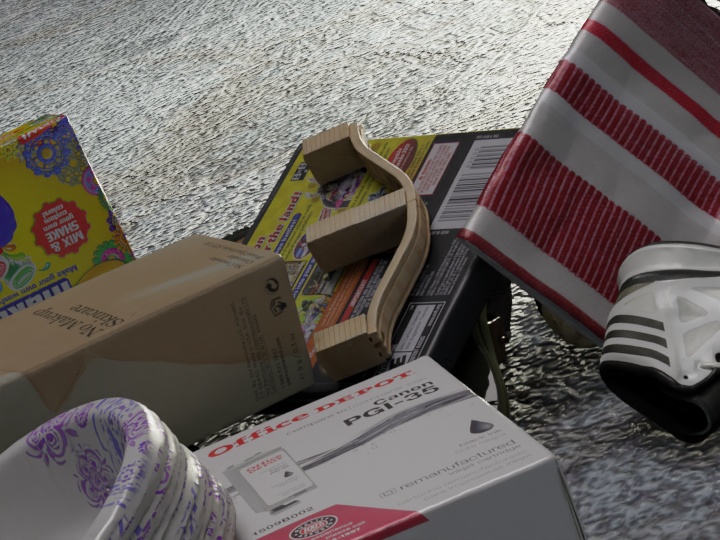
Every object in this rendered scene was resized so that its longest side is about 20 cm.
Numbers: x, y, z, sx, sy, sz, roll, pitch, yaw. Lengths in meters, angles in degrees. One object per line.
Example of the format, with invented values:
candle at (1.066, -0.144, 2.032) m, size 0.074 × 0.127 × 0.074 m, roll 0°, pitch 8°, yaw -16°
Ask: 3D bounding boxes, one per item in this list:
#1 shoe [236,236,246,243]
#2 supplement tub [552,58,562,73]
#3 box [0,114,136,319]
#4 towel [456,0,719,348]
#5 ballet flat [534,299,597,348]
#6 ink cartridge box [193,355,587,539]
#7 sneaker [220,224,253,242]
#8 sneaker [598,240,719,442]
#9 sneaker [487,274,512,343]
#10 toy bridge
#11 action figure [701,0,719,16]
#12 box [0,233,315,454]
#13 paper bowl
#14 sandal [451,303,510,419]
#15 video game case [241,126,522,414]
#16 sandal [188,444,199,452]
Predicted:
shoe at (-0.087, 0.049, 1.490) m, size 0.070 × 0.053 × 0.200 m, roll 27°, pitch 65°, yaw 41°
supplement tub at (0.205, -0.084, 1.533) m, size 0.145 × 0.145 × 0.200 m, roll -23°, pitch 16°, yaw -14°
box at (-0.252, -0.002, 1.555) m, size 0.200 × 0.122 × 0.193 m, roll -26°, pitch 8°, yaw -9°
towel at (0.158, -0.059, 1.380) m, size 0.200 × 0.144 × 0.023 m, roll -58°, pitch 13°, yaw -17°
ballet flat at (0.126, 0.012, 1.501) m, size 0.057 × 0.066 × 0.200 m, roll -58°, pitch 8°, yaw 14°
ink cartridge box at (0.007, 0.123, 1.184) m, size 0.146 × 0.083 × 0.200 m, roll -22°, pitch 16°, yaw -11°
sneaker at (-0.083, 0.030, 1.602) m, size 0.091 × 0.076 × 0.200 m, roll -16°, pitch 22°, yaw 51°
sneaker at (0.217, 0.044, 1.275) m, size 0.200 × 0.076 × 0.115 m, roll -2°, pitch 43°, yaw 26°
sneaker at (0.029, 0.029, 1.476) m, size 0.114 × 0.076 × 0.200 m, roll 13°, pitch 49°, yaw 12°
toy bridge at (0.004, -0.022, 1.389) m, size 0.067 × 0.027 × 0.200 m, roll -22°, pitch 37°, yaw 14°
action figure at (0.298, -0.168, 1.758) m, size 0.102 × 0.200 × 0.119 m, roll -53°, pitch 16°, yaw 45°
box at (-0.134, 0.056, 1.297) m, size 0.200 × 0.078 × 0.095 m, roll -26°, pitch 22°, yaw -31°
paper bowl at (-0.137, 0.162, 1.119) m, size 0.201 × 0.104 × 0.201 m, roll -35°, pitch 21°, yaw 16°
sandal at (0.048, 0.048, 1.392) m, size 0.080 × 0.057 × 0.201 m, roll -21°, pitch 42°, yaw 17°
video game case at (0.000, 0.000, 1.412) m, size 0.181 × 0.026 × 0.200 m, roll -2°, pitch 46°, yaw 37°
sandal at (-0.096, 0.123, 1.338) m, size 0.043 × 0.076 × 0.200 m, roll 7°, pitch 16°, yaw -5°
